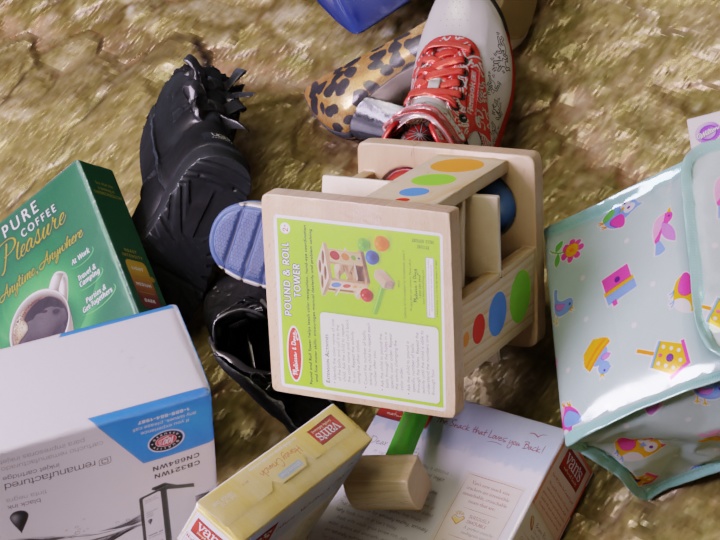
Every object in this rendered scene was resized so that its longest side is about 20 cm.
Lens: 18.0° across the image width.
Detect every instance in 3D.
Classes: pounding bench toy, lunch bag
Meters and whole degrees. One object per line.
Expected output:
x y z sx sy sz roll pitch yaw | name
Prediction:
0.035 0.033 1.407 0.124 0.201 0.156 6 19 26 | pounding bench toy
0.218 0.020 1.363 0.200 0.122 0.171 -27 47 32 | lunch bag

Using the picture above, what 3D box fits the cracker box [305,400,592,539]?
0.039 0.177 1.404 0.134 0.058 0.201 15 65 35 | cracker box

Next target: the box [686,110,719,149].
0.314 -0.098 1.479 0.199 0.039 0.042 -14 51 17 | box

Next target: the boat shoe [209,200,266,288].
0.000 0.000 1.534 0.199 0.072 0.073 26 102 11 | boat shoe

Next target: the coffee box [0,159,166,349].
-0.188 0.039 1.551 0.123 0.044 0.201 -38 63 25 | coffee box

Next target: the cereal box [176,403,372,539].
-0.082 0.180 1.352 0.039 0.200 0.144 40 37 12 | cereal box

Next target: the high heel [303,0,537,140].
0.045 -0.182 1.653 0.142 0.071 0.201 14 71 29 | high heel

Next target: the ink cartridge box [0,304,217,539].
-0.167 0.133 1.425 0.145 0.201 0.084 -16 47 -14 | ink cartridge box

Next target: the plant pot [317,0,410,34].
0.002 -0.323 1.678 0.200 0.180 0.200 -37 31 -1 | plant pot

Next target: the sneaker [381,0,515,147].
0.057 -0.109 1.531 0.067 0.108 0.202 2 79 19 | sneaker

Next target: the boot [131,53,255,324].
-0.141 -0.049 1.644 0.199 0.073 0.163 -57 23 21 | boot

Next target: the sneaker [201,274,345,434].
-0.067 0.046 1.522 0.060 0.104 0.200 -38 49 0 | sneaker
